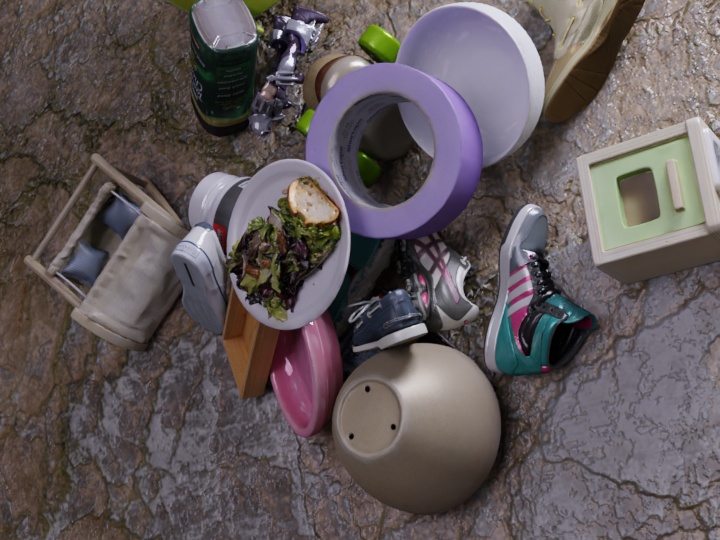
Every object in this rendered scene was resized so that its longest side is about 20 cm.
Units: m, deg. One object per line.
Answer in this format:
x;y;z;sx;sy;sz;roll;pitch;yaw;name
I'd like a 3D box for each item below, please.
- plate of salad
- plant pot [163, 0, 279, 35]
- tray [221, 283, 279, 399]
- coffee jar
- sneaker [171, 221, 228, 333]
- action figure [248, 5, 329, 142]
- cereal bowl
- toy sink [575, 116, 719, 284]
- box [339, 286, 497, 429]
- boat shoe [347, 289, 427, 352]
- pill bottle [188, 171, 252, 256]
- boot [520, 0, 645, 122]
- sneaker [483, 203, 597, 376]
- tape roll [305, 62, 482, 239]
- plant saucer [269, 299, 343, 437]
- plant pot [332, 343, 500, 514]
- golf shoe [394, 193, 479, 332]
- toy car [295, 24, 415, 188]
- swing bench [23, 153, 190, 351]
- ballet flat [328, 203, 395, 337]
-0.094;-0.031;1.348;0.198;0.048;0.203;-1;88;38;plate of salad
-0.202;-0.457;1.631;0.182;0.199;0.199;-57;38;15;plant pot
-0.141;0.074;1.491;0.201;0.037;0.099;110;144;-52;tray
-0.193;-0.282;1.605;0.084;0.201;0.105;-18;63;-17;coffee jar
-0.201;0.013;1.550;0.072;0.201;0.071;26;61;16;sneaker
-0.109;-0.268;1.591;0.130;0.069;0.202;-28;42;65;action figure
0.142;-0.227;1.392;0.199;0.083;0.203;17;116;37;cereal bowl
0.350;-0.080;1.242;0.198;0.112;0.132;-16;70;29;toy sink
0.057;0.134;1.421;0.200;0.040;0.138;43;103;33;box
0.025;0.060;1.333;0.074;0.200;0.063;-16;86;-9;boat shoe
-0.133;-0.060;1.549;0.199;0.114;0.115;22;90;35;pill bottle
0.241;-0.296;1.395;0.155;0.072;0.202;39;108;39;boot
0.216;0.028;1.317;0.120;0.083;0.203;10;91;39;sneaker
0.039;-0.138;1.354;0.198;0.085;0.203;0;90;23;tape roll
-0.071;0.106;1.440;0.200;0.050;0.203;169;90;-70;plant saucer
0.043;0.175;1.315;0.198;0.134;0.203;-9;73;31;plant pot
0.089;-0.008;1.428;0.087;0.078;0.202;-3;56;-7;golf shoe
-0.017;-0.230;1.530;0.165;0.157;0.200;-52;30;-1;toy car
-0.350;-0.024;1.672;0.200;0.129;0.200;41;100;33;swing bench
0.000;0.000;1.468;0.072;0.071;0.201;42;113;33;ballet flat
